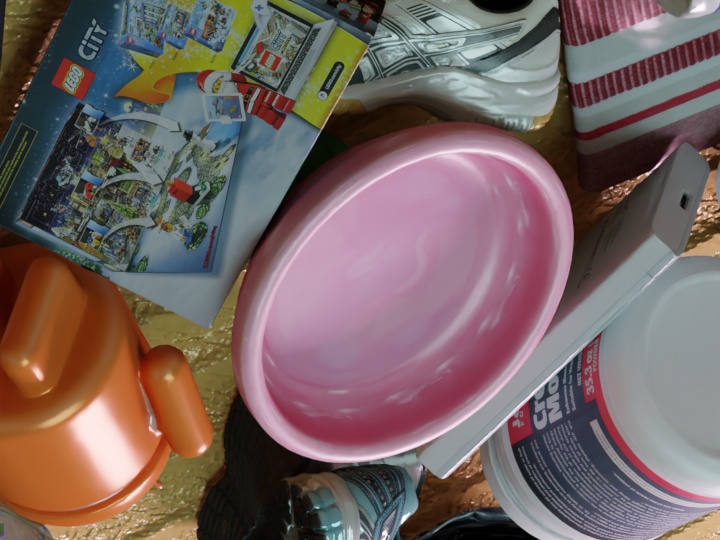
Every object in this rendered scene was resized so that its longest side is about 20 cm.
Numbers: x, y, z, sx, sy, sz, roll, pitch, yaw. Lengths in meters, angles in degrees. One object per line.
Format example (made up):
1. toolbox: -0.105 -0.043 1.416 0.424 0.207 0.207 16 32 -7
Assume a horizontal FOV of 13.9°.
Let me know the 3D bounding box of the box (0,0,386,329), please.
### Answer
1. box: -0.092 -0.080 1.443 0.136 0.038 0.200 27 124 -6

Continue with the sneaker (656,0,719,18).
1. sneaker: 0.214 -0.229 1.486 0.146 0.081 0.200 -20 130 -20

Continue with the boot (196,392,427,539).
1. boot: -0.016 0.112 1.768 0.130 0.068 0.200 -12 148 -28

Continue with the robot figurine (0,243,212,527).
1. robot figurine: -0.162 0.064 1.554 0.144 0.117 0.200 -25 149 -2

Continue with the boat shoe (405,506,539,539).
1. boat shoe: 0.032 0.196 1.861 0.200 0.071 0.091 -13 148 -3

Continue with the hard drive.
1. hard drive: 0.116 0.022 1.672 0.027 0.132 0.200 42 118 -7

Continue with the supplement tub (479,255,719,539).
1. supplement tub: 0.166 0.083 1.726 0.140 0.141 0.200 -7 166 -26

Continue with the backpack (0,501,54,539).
1. backpack: -0.241 0.195 1.658 0.167 0.127 0.200 -46 143 16

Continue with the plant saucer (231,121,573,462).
1. plant saucer: 0.016 0.006 1.522 0.200 0.051 0.201 -20 132 -24

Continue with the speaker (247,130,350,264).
1. speaker: 0.000 0.000 1.617 0.088 0.089 0.200 -34 143 7

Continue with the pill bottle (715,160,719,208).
1. pill bottle: 0.280 -0.019 1.742 0.112 0.112 0.200 -35 148 8

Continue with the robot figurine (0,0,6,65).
1. robot figurine: -0.235 -0.083 1.331 0.150 0.125 0.200 0 138 -7

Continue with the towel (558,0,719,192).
1. towel: 0.178 -0.134 1.628 0.144 0.023 0.200 -22 142 -8

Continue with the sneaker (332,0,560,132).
1. sneaker: 0.009 -0.125 1.503 0.199 0.076 0.088 2 105 -23

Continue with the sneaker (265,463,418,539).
1. sneaker: -0.012 0.182 1.737 0.086 0.078 0.200 -17 152 -24
